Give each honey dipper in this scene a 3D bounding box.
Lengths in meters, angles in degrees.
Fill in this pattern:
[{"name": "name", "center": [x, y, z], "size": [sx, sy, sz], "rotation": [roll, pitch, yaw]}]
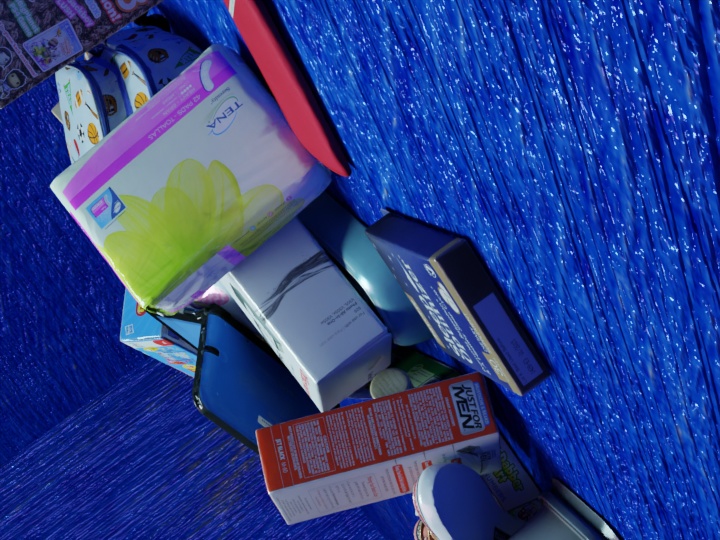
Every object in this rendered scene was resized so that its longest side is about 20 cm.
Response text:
[{"name": "honey dipper", "center": [0.055, 0.152, 1.492], "size": [0.038, 0.038, 0.200], "rotation": [48, 173, 35]}]

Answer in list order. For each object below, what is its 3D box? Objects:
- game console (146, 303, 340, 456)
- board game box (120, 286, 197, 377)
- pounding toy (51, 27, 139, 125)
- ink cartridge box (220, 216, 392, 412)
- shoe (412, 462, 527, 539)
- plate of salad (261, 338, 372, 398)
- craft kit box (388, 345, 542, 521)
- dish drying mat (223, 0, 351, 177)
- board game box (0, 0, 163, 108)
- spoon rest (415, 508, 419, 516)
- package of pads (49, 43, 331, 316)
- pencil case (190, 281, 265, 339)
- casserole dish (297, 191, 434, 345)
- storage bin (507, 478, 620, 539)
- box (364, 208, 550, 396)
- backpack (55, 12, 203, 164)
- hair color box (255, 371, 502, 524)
[{"name": "game console", "center": [-0.124, 0.126, 1.589], "size": [0.200, 0.118, 0.171], "rotation": [40, -143, -36]}, {"name": "board game box", "center": [-0.176, 0.011, 1.763], "size": [0.196, 0.056, 0.201], "rotation": [36, -127, -55]}, {"name": "pounding toy", "center": [-0.276, -0.191, 1.963], "size": [0.200, 0.142, 0.184], "rotation": [46, 176, -26]}, {"name": "ink cartridge box", "center": [-0.064, 0.019, 1.453], "size": [0.200, 0.084, 0.146], "rotation": [51, 172, 14]}, {"name": "shoe", "center": [0.078, 0.226, 1.409], "size": [0.091, 0.072, 0.200], "rotation": [-5, 150, 33]}, {"name": "plate of salad", "center": [-0.050, 0.076, 1.740], "size": [0.200, 0.048, 0.200], "rotation": [21, -161, -8]}, {"name": "craft kit box", "center": [0.102, 0.172, 1.555], "size": [0.198, 0.048, 0.200], "rotation": [58, 171, -12]}, {"name": "dish drying mat", "center": [-0.064, -0.157, 1.237], "size": [0.077, 0.018, 0.200], "rotation": [44, 167, 45]}, {"name": "board game box", "center": [-0.264, -0.241, 1.374], "size": [0.097, 0.200, 0.159], "rotation": [58, 170, -21]}, {"name": "spoon rest", "center": [0.024, 0.194, 1.569], "size": [0.200, 0.099, 0.061], "rotation": [32, -127, -53]}, {"name": "package of pads", "center": [-0.142, -0.074, 1.367], "size": [0.155, 0.200, 0.068], "rotation": [51, -176, 16]}, {"name": "pencil case", "center": [-0.079, 0.024, 1.574], "size": [0.200, 0.083, 0.091], "rotation": [25, 125, 8]}, {"name": "casserole dish", "center": [0.000, 0.000, 1.447], "size": [0.200, 0.039, 0.121], "rotation": [42, 166, 50]}, {"name": "storage bin", "center": [0.179, 0.306, 1.354], "size": [0.200, 0.134, 0.146], "rotation": [58, 171, -30]}, {"name": "box", "center": [0.064, 0.019, 1.198], "size": [0.121, 0.032, 0.200], "rotation": [56, 172, -16]}, {"name": "backpack", "center": [-0.207, -0.148, 1.569], "size": [0.190, 0.154, 0.201], "rotation": [13, 121, 55]}, {"name": "hair color box", "center": [0.019, 0.154, 1.383], "size": [0.111, 0.199, 0.064], "rotation": [75, -178, -66]}]
